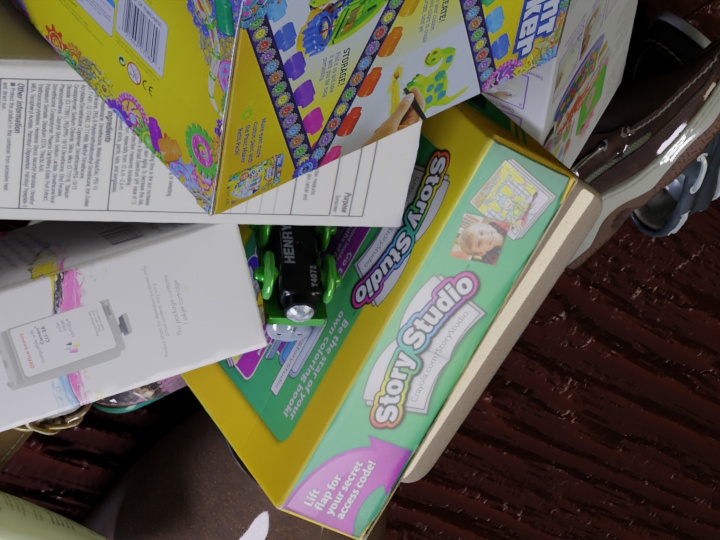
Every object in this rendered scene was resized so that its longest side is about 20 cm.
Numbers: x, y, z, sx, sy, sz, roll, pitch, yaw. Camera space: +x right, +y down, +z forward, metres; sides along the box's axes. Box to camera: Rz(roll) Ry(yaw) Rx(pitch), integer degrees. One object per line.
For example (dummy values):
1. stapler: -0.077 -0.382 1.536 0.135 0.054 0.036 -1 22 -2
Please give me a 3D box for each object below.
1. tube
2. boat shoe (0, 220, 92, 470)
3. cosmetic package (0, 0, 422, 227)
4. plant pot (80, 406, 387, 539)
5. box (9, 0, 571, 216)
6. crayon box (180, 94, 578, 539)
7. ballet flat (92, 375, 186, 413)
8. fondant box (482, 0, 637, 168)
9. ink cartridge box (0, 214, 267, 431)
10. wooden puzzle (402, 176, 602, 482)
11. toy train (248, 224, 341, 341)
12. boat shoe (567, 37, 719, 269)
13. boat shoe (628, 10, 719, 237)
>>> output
1. tube: -0.197 0.130 1.500 0.199 0.058 0.052 16 131 -31
2. boat shoe: -0.166 0.047 1.496 0.074 0.066 0.201 -4 133 -50
3. cosmetic package: -0.076 -0.084 1.321 0.199 0.088 0.104 2 136 -10
4. plant pot: -0.062 0.149 1.615 0.186 0.187 0.200 -20 151 -37
5. box: -0.039 -0.159 1.244 0.192 0.200 0.122 -26 146 -31
6. crayon box: 0.000 0.000 1.418 0.058 0.173 0.201 23 103 -31
7. ballet flat: -0.070 0.017 1.593 0.199 0.069 0.072 -19 124 -38
8. fondant box: 0.100 -0.132 1.554 0.201 0.058 0.145 95 22 -49
9. ink cartridge box: -0.156 0.024 1.373 0.199 0.116 0.068 -17 104 -14
10. wooden puzzle: -0.003 -0.016 1.530 0.186 0.199 0.046 -56 -170 11
11. toy train: -0.039 -0.053 1.410 0.041 0.201 0.057 3 145 -13
12. boat shoe: 0.149 -0.078 1.692 0.202 0.075 0.075 -47 -177 42
13. boat shoe: 0.187 -0.082 1.774 0.060 0.076 0.200 -43 152 -13
